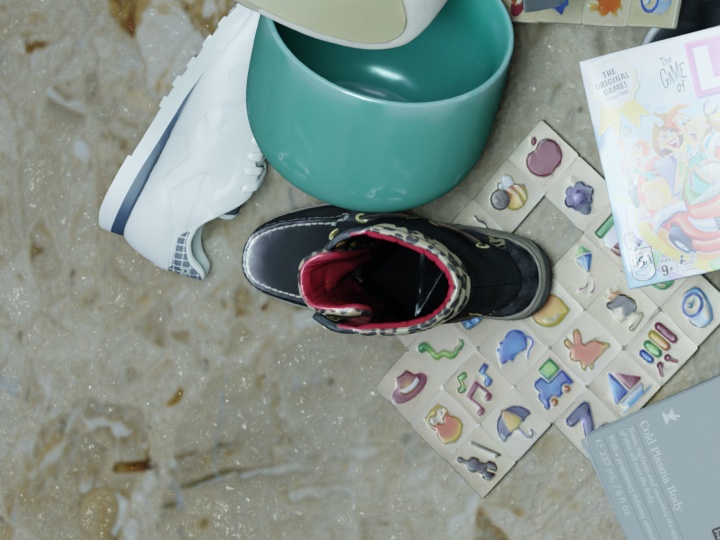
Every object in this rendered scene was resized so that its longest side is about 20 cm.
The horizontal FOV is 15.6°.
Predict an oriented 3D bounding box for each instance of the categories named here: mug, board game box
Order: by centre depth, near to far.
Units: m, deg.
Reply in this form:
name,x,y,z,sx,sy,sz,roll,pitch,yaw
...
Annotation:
name,x,y,z,sx,sy,sz,roll,pitch,yaw
board game box,0.233,-0.075,1.468,0.200,0.034,0.135,-14,87,22
mug,0.013,-0.118,1.583,0.152,0.185,0.115,24,135,9

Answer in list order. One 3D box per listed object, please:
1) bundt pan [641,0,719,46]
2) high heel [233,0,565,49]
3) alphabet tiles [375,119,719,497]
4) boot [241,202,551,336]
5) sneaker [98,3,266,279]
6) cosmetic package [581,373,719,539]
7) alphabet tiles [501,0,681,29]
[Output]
name,x,y,z,sx,sy,sz,roll,pitch,yaw
bundt pan,0.262,-0.096,1.514,0.201,0.076,0.202,1,94,22
high heel,0.016,-0.197,1.532,0.200,0.143,0.072,-4,132,-6
alphabet tiles,0.106,0.036,1.620,0.167,0.008,0.200,45,107,13
boot,0.000,0.000,1.575,0.200,0.151,0.073,9,96,21
sneaker,-0.086,-0.091,1.663,0.080,0.076,0.200,33,109,5
cosmetic package,0.244,0.100,1.513,0.200,0.090,0.107,-29,81,33
alphabet tiles,0.147,-0.225,1.544,0.200,0.006,0.167,8,85,42
